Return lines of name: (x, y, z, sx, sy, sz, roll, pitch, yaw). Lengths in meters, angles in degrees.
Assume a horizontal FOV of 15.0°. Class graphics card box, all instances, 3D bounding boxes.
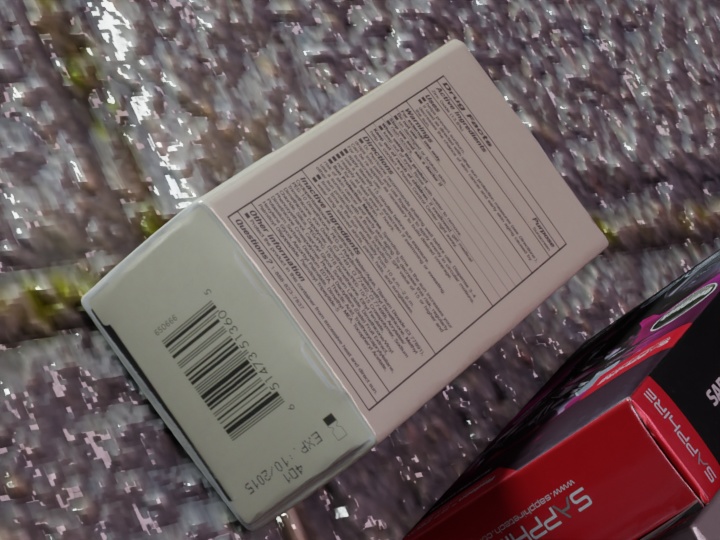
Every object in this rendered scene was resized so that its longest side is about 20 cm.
graphics card box: (0.104, 0.054, 1.016, 0.051, 0.125, 0.200, 52, 35, -1)

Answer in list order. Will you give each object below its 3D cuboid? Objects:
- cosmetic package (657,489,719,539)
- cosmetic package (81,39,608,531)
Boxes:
cosmetic package: (0.144, 0.105, 1.038, 0.090, 0.107, 0.200, 54, 33, 0)
cosmetic package: (0.000, 0.000, 0.986, 0.105, 0.071, 0.200, 54, 34, 2)
